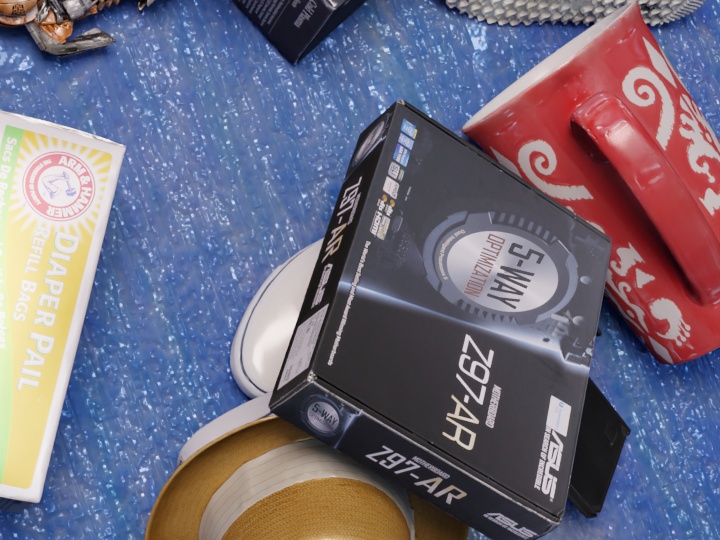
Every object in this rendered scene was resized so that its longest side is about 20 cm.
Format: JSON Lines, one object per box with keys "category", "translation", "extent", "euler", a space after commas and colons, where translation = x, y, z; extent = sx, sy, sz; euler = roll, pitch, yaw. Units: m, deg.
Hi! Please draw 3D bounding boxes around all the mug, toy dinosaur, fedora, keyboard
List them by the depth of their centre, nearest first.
{"category": "fedora", "translation": [-0.023, 0.168, 0.787], "extent": [0.200, 0.082, 0.201], "euler": [-6, 125, -8]}
{"category": "toy dinosaur", "translation": [-0.203, -0.191, 0.854], "extent": [0.200, 0.102, 0.136], "euler": [-16, 102, -40]}
{"category": "keyboard", "translation": [0.108, 0.048, 0.899], "extent": [0.200, 0.021, 0.127], "euler": [50, 49, -27]}
{"category": "mug", "translation": [0.167, -0.041, 0.905], "extent": [0.200, 0.133, 0.178], "euler": [53, 33, -6]}

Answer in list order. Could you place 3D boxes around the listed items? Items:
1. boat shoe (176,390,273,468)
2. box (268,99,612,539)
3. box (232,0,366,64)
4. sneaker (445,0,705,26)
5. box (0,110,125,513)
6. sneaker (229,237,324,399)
{"category": "boat shoe", "translation": [-0.001, 0.093, 0.848], "extent": [0.202, 0.075, 0.086], "euler": [-28, 54, -18]}
{"category": "box", "translation": [0.051, 0.026, 0.789], "extent": [0.160, 0.044, 0.200], "euler": [32, 50, -17]}
{"category": "box", "translation": [-0.026, -0.269, 0.912], "extent": [0.182, 0.104, 0.200], "euler": [46, 71, -2]}
{"category": "sneaker", "translation": [0.132, -0.222, 0.976], "extent": [0.200, 0.070, 0.100], "euler": [1, 72, -21]}
{"category": "box", "translation": [-0.206, 0.022, 0.797], "extent": [0.101, 0.112, 0.200], "euler": [15, 74, -14]}
{"category": "sneaker", "translation": [0.000, 0.000, 0.885], "extent": [0.073, 0.071, 0.200], "euler": [46, 71, -4]}
